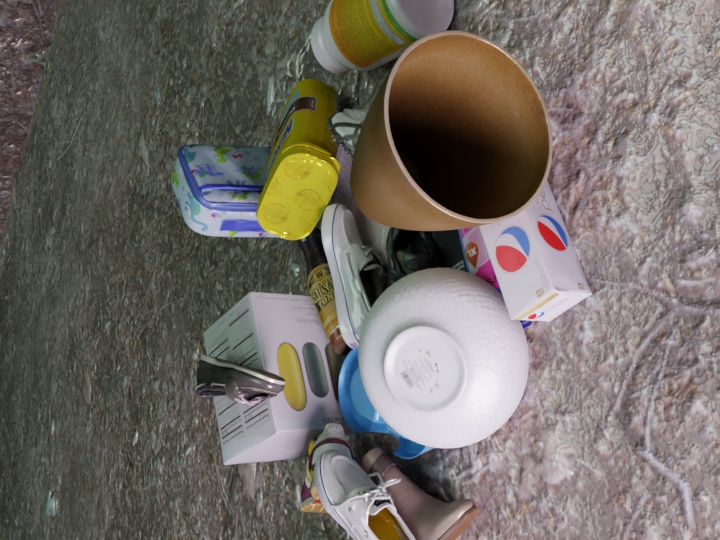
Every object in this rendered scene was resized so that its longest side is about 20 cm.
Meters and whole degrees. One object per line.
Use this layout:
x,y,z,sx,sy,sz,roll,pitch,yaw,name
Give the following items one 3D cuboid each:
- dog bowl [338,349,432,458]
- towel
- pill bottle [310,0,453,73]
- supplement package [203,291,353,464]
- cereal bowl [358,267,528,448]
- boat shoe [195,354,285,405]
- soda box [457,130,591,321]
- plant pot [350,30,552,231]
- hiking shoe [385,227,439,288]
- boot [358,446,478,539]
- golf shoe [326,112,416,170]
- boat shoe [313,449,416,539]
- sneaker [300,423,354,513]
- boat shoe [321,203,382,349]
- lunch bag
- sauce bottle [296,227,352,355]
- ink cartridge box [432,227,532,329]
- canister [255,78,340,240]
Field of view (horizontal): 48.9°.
0.046,0.166,1.017,0.199,0.049,0.114,16,99,54,dog bowl
0.019,-0.122,1.101,0.190,0.032,0.204,23,105,52,towel
0.020,-0.333,1.055,0.199,0.110,0.113,-10,78,52,pill bottle
-0.117,0.157,1.151,0.150,0.150,0.203,-37,58,42,supplement package
0.083,0.101,0.872,0.197,0.083,0.204,3,97,21,cereal bowl
-0.159,0.152,1.031,0.199,0.066,0.058,3,77,55,boat shoe
0.174,-0.049,0.856,0.068,0.063,0.203,-40,56,43,soda box
0.069,-0.117,0.831,0.200,0.183,0.190,153,116,-65,plant pot
0.062,0.019,0.956,0.101,0.074,0.203,75,-176,-67,hiking shoe
0.054,0.279,0.961,0.147,0.070,0.201,54,138,26,boot
0.027,-0.167,1.025,0.095,0.078,0.200,-47,45,8,golf shoe
0.017,0.274,0.903,0.203,0.074,0.087,55,135,34,boat shoe
-0.041,0.274,1.081,0.201,0.074,0.091,112,163,-60,sneaker
0.000,0.000,1.052,0.065,0.073,0.203,-20,74,26,boat shoe
-0.184,-0.123,1.236,0.162,0.197,0.083,62,139,38,lunch bag
-0.045,0.025,1.142,0.066,0.065,0.202,-54,48,35,sauce bottle
0.135,-0.016,0.931,0.094,0.037,0.203,-34,62,46,ink cartridge box
-0.085,-0.165,1.144,0.202,0.085,0.149,-89,24,-47,canister
